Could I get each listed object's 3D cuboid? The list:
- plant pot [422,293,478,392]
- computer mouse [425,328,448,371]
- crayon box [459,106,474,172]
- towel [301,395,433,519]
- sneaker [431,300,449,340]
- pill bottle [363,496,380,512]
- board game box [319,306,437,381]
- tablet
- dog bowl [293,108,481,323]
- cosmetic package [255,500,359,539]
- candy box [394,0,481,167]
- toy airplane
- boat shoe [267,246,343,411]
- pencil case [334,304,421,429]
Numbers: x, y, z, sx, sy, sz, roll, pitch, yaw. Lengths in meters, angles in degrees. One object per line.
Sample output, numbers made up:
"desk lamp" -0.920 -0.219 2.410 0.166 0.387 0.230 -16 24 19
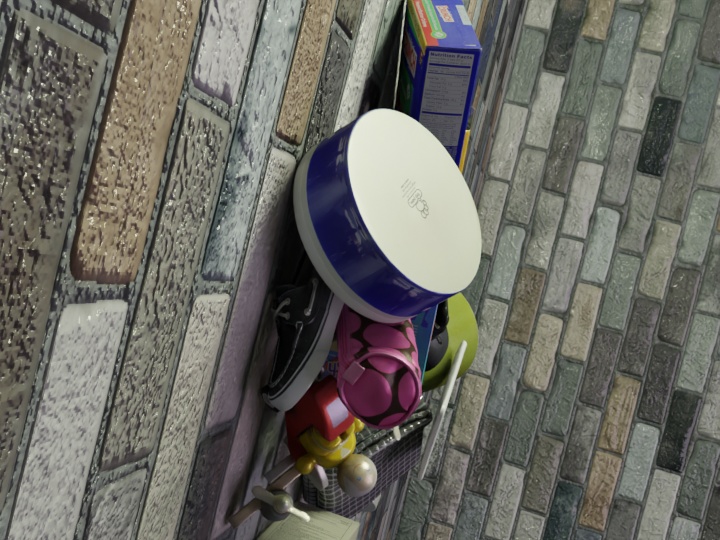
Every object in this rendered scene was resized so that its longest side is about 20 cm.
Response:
"plant pot" 0.060 0.121 1.394 0.199 0.185 0.190 -23 128 -56
"computer mouse" 0.075 0.099 1.226 0.141 0.046 0.202 -50 145 -30
"crayon box" 0.108 -0.171 1.364 0.126 0.051 0.203 -126 -141 -55
"towel" 0.011 0.262 1.277 0.198 0.086 0.167 -29 144 -23
"sneaker" 0.075 -0.012 1.123 0.091 0.075 0.203 153 -80 -74
"pill bottle" 0.017 0.294 1.495 0.112 0.109 0.202 89 19 -54
"board game box" 0.015 0.051 1.058 0.045 0.150 0.203 -65 166 -64
"tablet" 0.119 0.200 1.298 0.200 0.013 0.132 -56 163 -62
"dog bowl" 0.031 -0.055 0.891 0.078 0.200 0.201 -27 -154 39
"cosmetic package" -0.075 0.370 1.147 0.200 0.102 0.074 2 104 -78
"candy box" 0.094 -0.238 1.162 0.170 0.076 0.202 -97 -169 -50
"toy airplane" -0.040 0.202 0.992 0.201 0.141 0.198 -55 156 12
"boat shoe" -0.060 0.041 0.903 0.071 0.067 0.202 -19 -137 57
"pencil case" 0.009 0.072 0.926 0.090 0.094 0.201 -39 -156 12
